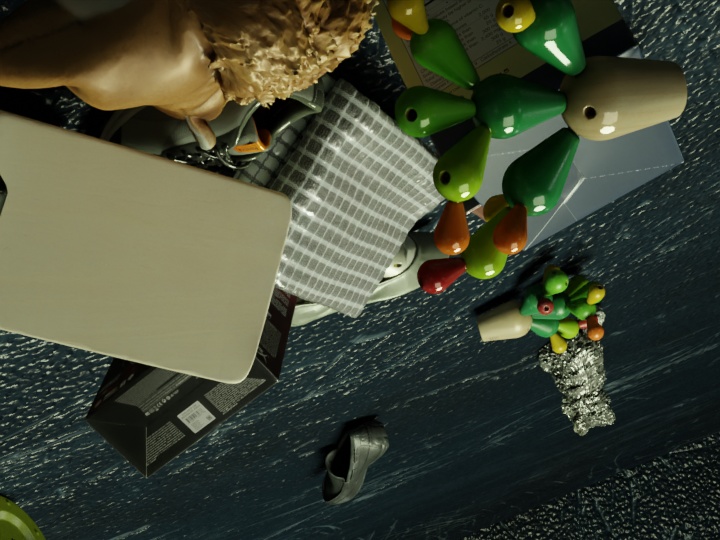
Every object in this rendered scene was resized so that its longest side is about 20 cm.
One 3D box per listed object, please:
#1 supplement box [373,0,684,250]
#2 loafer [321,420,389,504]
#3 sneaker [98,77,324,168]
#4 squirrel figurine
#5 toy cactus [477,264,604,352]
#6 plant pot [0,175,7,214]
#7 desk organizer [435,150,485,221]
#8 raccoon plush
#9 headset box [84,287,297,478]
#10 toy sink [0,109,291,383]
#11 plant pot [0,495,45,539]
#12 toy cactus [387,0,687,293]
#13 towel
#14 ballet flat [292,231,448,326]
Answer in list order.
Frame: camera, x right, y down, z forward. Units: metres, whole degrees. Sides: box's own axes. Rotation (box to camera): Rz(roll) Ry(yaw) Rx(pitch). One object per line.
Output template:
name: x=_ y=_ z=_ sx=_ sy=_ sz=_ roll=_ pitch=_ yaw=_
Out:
supplement box: x=0.103 y=-0.155 z=0.810 sx=0.133 sy=0.201 sz=0.200 roll=-29 pitch=156 yaw=13
loafer: x=-0.024 y=0.289 z=1.792 sx=0.070 sy=0.069 sz=0.201 roll=-1 pitch=143 yaw=-27
sneaker: x=-0.113 y=-0.103 z=0.868 sx=0.199 sy=0.080 sz=0.074 roll=-31 pitch=157 yaw=17
squirrel figurine: x=-0.093 y=-0.134 z=0.701 sx=0.197 sy=0.143 sz=0.187 roll=9 pitch=168 yaw=12
toy cactus: x=0.233 y=0.061 z=1.521 sx=0.163 sy=0.103 sz=0.200 roll=-17 pitch=166 yaw=9
plant pot: x=-0.323 y=-0.047 z=0.669 sx=0.177 sy=0.200 sz=0.199 roll=-43 pitch=152 yaw=14
desk organizer: x=0.179 y=-0.125 z=1.110 sx=0.199 sy=0.072 sz=0.077 roll=-32 pitch=158 yaw=17
raccoon plush: x=0.329 y=0.156 z=1.752 sx=0.096 sy=0.135 sz=0.200 roll=-20 pitch=156 yaw=-5
headset box: x=-0.131 y=0.055 z=1.000 sx=0.148 sy=0.201 sz=0.077 roll=-36 pitch=110 yaw=21
toy sink: x=-0.162 y=-0.017 z=0.798 sx=0.198 sy=0.132 sz=0.112 roll=14 pitch=-177 yaw=-17
plant pot: x=-0.474 y=0.371 z=1.410 sx=0.192 sy=0.201 sz=0.200 roll=-39 pitch=155 yaw=4
toy cactus: x=0.094 y=-0.089 z=0.652 sx=0.163 sy=0.102 sz=0.203 roll=-7 pitch=109 yaw=-14
towel: x=-0.017 y=-0.055 z=0.964 sx=0.167 sy=0.085 sz=0.200 roll=-59 pitch=150 yaw=3
ballet flat: x=0.000 y=0.000 z=1.208 sx=0.198 sy=0.068 sz=0.064 roll=-21 pitch=149 yaw=-8
